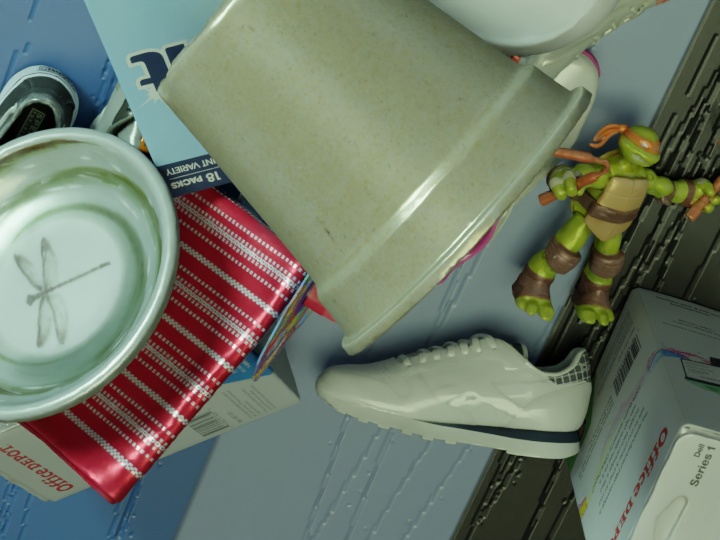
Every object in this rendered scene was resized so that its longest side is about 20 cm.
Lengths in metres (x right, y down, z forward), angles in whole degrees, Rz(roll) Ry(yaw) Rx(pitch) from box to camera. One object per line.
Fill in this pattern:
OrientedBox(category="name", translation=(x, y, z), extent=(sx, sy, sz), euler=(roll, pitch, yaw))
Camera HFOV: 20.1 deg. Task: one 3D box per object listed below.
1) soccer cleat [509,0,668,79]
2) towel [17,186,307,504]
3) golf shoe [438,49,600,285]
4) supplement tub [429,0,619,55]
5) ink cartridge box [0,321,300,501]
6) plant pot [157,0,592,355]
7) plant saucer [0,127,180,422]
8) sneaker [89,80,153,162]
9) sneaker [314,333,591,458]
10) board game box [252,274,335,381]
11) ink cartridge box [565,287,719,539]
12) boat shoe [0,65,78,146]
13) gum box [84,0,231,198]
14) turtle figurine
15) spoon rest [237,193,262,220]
OrientedBox(category="soccer cleat", translation=(0.165, -0.183, 1.321), extent=(0.077, 0.069, 0.200), euler=(34, 96, -14))
OrientedBox(category="towel", translation=(-0.138, 0.036, 1.297), extent=(0.200, 0.144, 0.022), euler=(-50, 147, -4))
OrientedBox(category="golf shoe", translation=(0.094, -0.066, 1.376), extent=(0.075, 0.092, 0.200), euler=(35, 108, -17))
OrientedBox(category="supplement tub", translation=(0.102, -0.235, 1.216), extent=(0.140, 0.200, 0.141), euler=(8, 130, 9))
OrientedBox(category="ink cartridge box", translation=(-0.162, 0.072, 1.395), extent=(0.199, 0.084, 0.145), euler=(-23, 155, 7))
OrientedBox(category="plant pot", translation=(-0.005, -0.088, 1.139), extent=(0.183, 0.201, 0.200), euler=(43, 107, -5))
OrientedBox(category="plant saucer", translation=(-0.197, 0.008, 1.293), extent=(0.200, 0.201, 0.050), euler=(-28, 149, 10))
OrientedBox(category="sneaker", translation=(-0.126, -0.123, 1.342), extent=(0.074, 0.079, 0.201), euler=(22, 111, -11))
OrientedBox(category="sneaker", translation=(0.067, 0.081, 1.465), extent=(0.199, 0.076, 0.081), euler=(8, 98, -8))
OrientedBox(category="board game box", translation=(0.000, 0.000, 1.320), extent=(0.039, 0.200, 0.158), euler=(34, 131, 4))
OrientedBox(category="ink cartridge box", translation=(0.215, 0.127, 1.414), extent=(0.084, 0.200, 0.145), euler=(16, 114, -10))
OrientedBox(category="boat shoe", translation=(-0.247, -0.041, 1.380), extent=(0.073, 0.068, 0.200), euler=(29, 111, -16))
OrientedBox(category="gum box", translation=(-0.068, -0.149, 1.241), extent=(0.169, 0.045, 0.200), euler=(-15, 132, 6))
OrientedBox(category="turtle figurine", translation=(0.161, -0.042, 1.397), extent=(0.199, 0.064, 0.162), euler=(-1, 128, -40))
OrientedBox(category="spoon rest", translation=(-0.138, -0.010, 1.398), extent=(0.200, 0.061, 0.099), euler=(-40, 145, 13))
